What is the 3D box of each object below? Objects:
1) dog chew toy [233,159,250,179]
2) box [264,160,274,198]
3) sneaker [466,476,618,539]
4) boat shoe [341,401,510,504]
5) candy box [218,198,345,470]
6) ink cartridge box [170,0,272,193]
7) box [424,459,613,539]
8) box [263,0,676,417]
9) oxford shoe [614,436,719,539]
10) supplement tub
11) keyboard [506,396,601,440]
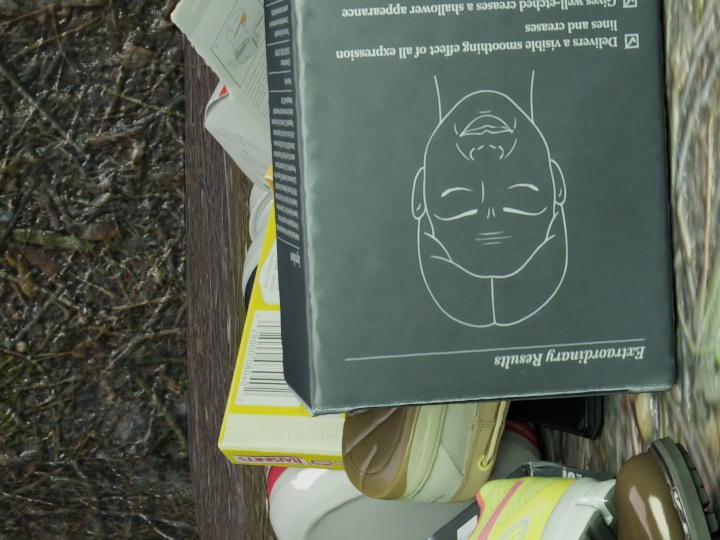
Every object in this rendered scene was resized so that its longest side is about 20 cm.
[{"bbox_3d":[-0.022,-0.148,1.525,0.125,0.123,0.202,-117,32,-71],"label":"dog chew toy"},{"bbox_3d":[0.026,-0.097,1.123,0.201,0.041,0.119,-60,-16,-14],"label":"box"},{"bbox_3d":[0.045,0.170,0.986,0.090,0.201,0.078,14,156,44],"label":"sneaker"},{"bbox_3d":[0.049,0.008,1.094,0.074,0.066,0.202,22,94,55],"label":"boat shoe"},{"bbox_3d":[0.000,0.000,1.181,0.026,0.101,0.201,60,-142,-58],"label":"candy box"},{"bbox_3d":[-0.028,-0.138,1.107,0.162,0.050,0.200,-63,-28,-12],"label":"ink cartridge box"},{"bbox_3d":[0.050,0.197,1.106,0.200,0.043,0.161,135,142,-54],"label":"box"},{"bbox_3d":[0.041,-0.051,0.990,0.107,0.147,0.202,-157,64,-82],"label":"box"},{"bbox_3d":[0.097,0.159,0.911,0.073,0.084,0.202,-113,23,-72],"label":"oxford shoe"},{"bbox_3d":[0.013,0.043,1.252,0.141,0.139,0.201,99,165,-58],"label":"supplement tub"},{"bbox_3d":[0.088,-0.029,1.126,0.104,0.039,0.202,12,106,58],"label":"keyboard"}]
